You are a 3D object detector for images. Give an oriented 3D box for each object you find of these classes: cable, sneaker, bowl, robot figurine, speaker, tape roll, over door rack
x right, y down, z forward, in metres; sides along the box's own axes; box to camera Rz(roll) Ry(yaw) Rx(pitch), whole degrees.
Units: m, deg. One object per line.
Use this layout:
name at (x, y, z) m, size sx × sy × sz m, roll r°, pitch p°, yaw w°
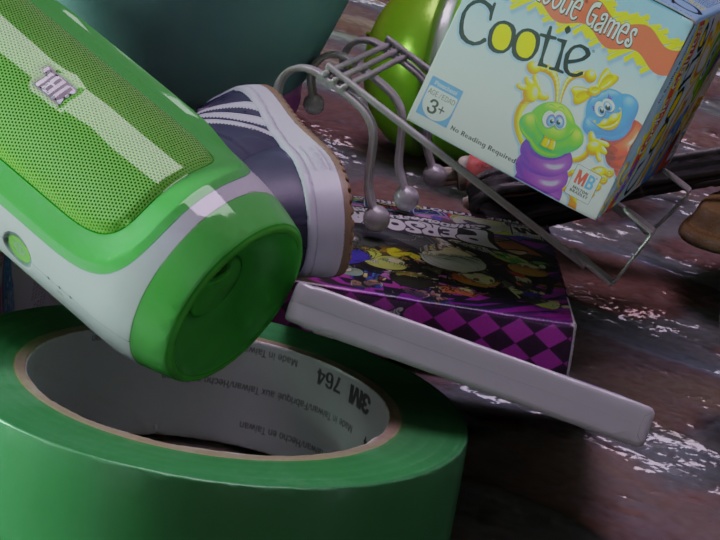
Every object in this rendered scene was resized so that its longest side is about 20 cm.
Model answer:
cable at (0.134, -0.060, 1.418) m, size 0.199 × 0.051 × 0.097 m, roll -14°, pitch -13°, yaw 16°
sneaker at (-0.081, -0.040, 1.171) m, size 0.108 × 0.071 × 0.200 m, roll -4°, pitch 15°, yaw -17°
bowl at (-0.093, -0.147, 1.336) m, size 0.199 × 0.106 × 0.201 m, roll 8°, pitch 24°, yaw -4°
robot figurine at (0.092, -0.117, 1.588) m, size 0.199 × 0.116 × 0.176 m, roll 12°, pitch 20°, yaw 9°
speaker at (-0.116, -0.045, 0.995) m, size 0.200 × 0.089 × 0.088 m, roll 39°, pitch 27°, yaw 22°
tape roll at (-0.061, 0.065, 0.978) m, size 0.199 × 0.048 × 0.201 m, roll 9°, pitch 16°, yaw -3°
over door rack at (0.058, -0.048, 1.309) m, size 0.199 × 0.067 × 0.148 m, roll 26°, pitch 17°, yaw 8°

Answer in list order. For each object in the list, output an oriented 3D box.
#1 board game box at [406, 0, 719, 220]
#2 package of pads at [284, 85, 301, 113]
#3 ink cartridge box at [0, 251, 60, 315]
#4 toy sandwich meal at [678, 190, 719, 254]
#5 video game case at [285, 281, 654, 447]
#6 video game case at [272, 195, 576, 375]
board game box at (0.111, -0.105, 1.255) m, size 0.104 × 0.103 × 0.200 m, roll 29°, pitch 16°, yaw 10°
package of pads at (-0.126, -0.153, 1.577) m, size 0.199 × 0.121 × 0.076 m, roll -4°, pitch 20°, yaw -38°
ink cartridge box at (-0.213, -0.003, 1.058) m, size 0.147 × 0.086 × 0.200 m, roll 14°, pitch 15°, yaw 11°
toy sandwich meal at (0.268, -0.002, 1.392) m, size 0.204 × 0.071 × 0.205 m, roll -1°, pitch 11°, yaw 0°
video game case at (0.039, 0.035, 1.057) m, size 0.142 × 0.018 × 0.200 m, roll 20°, pitch -1°, yaw -1°
video game case at (0.000, 0.000, 1.268) m, size 0.199 × 0.036 × 0.181 m, roll 9°, pitch 16°, yaw -2°
